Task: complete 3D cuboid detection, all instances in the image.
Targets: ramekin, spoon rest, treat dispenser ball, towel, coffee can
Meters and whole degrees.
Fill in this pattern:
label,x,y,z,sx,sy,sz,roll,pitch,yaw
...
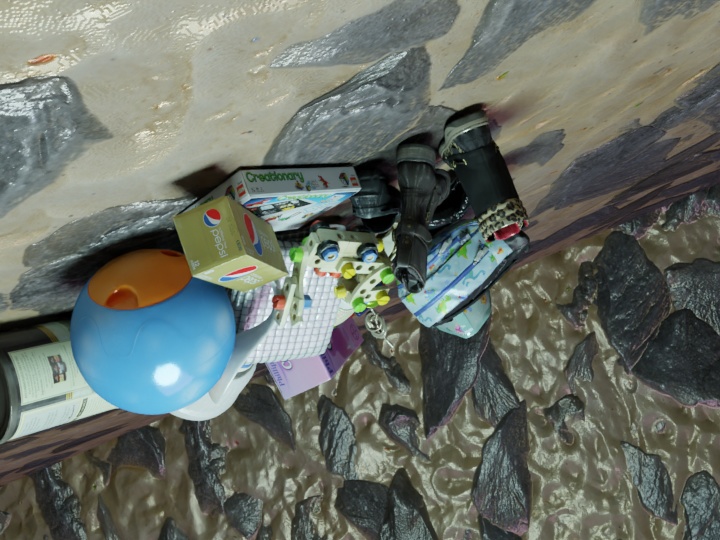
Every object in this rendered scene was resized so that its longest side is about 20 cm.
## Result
label,x,y,z,sx,sy,sz,roll,pitch,yaw
ramekin,-0.263,0.135,1.448,0.199,0.202,0.105,-11,157,-50
spoon rest,-0.153,0.089,1.167,0.100,0.060,0.202,-96,-151,-73
treat dispenser ball,-0.253,0.074,1.075,0.198,0.203,0.201,-21,171,-4
towel,-0.117,0.034,1.259,0.163,0.086,0.202,-2,122,-28
coffee can,-0.437,0.147,1.227,0.146,0.148,0.199,-29,169,38

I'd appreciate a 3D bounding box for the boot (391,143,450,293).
label,x,y,z,sx,sy,sz,roll,pitch,yaw
boot,0.072,-0.057,1.145,0.068,0.177,0.200,1,168,15

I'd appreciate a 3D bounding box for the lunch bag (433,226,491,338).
label,x,y,z,sx,sy,sz,roll,pitch,yaw
lunch bag,0.154,0.010,1.558,0.121,0.172,0.201,-24,-157,18

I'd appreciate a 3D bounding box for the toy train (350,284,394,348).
label,x,y,z,sx,sy,sz,roll,pitch,yaw
toy train,0.012,0.044,1.408,0.084,0.201,0.116,-36,-174,-8

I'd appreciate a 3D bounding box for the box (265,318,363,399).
label,x,y,z,sx,sy,sz,roll,pitch,yaw
box,-0.097,0.089,1.481,0.096,0.178,0.200,-25,-175,21

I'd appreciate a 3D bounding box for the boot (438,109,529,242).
label,x,y,z,sx,sy,sz,roll,pitch,yaw
boot,0.163,-0.113,1.144,0.072,0.153,0.200,-21,171,0

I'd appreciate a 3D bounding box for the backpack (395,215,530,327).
label,x,y,z,sx,sy,sz,roll,pitch,yaw
backpack,0.150,-0.002,1.371,0.201,0.153,0.163,-56,-177,1

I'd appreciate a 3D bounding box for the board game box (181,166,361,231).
label,x,y,z,sx,sy,sz,roll,pitch,yaw
board game box,-0.106,-0.082,1.052,0.125,0.035,0.199,-28,169,37

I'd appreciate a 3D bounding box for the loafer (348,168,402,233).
label,x,y,z,sx,sy,sz,roll,pitch,yaw
loafer,0.021,-0.085,1.197,0.067,0.072,0.200,-4,173,10

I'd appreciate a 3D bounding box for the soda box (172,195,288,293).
label,x,y,z,sx,sy,sz,roll,pitch,yaw
soda box,-0.139,-0.024,0.980,0.063,0.069,0.200,-21,171,6

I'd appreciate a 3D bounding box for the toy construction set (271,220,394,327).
label,x,y,z,sx,sy,sz,roll,pitch,yaw
toy construction set,-0.036,0.005,1.155,0.198,0.092,0.132,-12,144,-44

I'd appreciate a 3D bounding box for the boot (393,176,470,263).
label,x,y,z,sx,sy,sz,roll,pitch,yaw
boot,0.090,-0.081,1.385,0.198,0.077,0.168,-29,174,0

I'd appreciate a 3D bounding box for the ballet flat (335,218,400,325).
label,x,y,z,sx,sy,sz,roll,pitch,yaw
ballet flat,0.000,0.000,1.313,0.201,0.067,0.062,-55,-170,4

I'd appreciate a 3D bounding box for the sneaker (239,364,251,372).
label,x,y,z,sx,sy,sz,roll,pitch,yaw
sneaker,-0.199,0.076,1.345,0.110,0.201,0.077,-22,-145,22

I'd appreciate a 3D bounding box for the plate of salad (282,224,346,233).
label,x,y,z,sx,sy,sz,roll,pitch,yaw
plate of salad,-0.111,-0.021,1.360,0.198,0.049,0.200,-22,171,-3
